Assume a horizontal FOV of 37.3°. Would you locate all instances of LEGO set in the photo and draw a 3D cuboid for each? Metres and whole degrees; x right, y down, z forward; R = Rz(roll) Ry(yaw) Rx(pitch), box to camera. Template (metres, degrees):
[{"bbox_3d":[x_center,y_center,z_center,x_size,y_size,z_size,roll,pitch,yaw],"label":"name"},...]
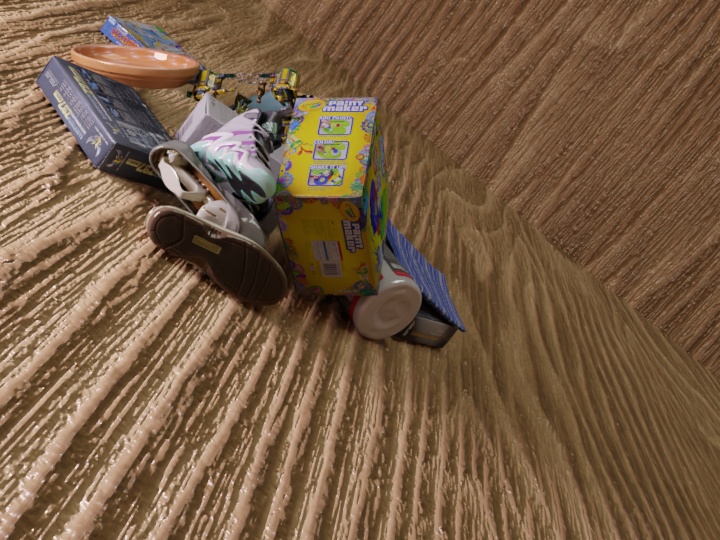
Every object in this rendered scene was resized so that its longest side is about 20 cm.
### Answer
[{"bbox_3d":[-0.174,-0.228,1.666,0.198,0.154,0.117,5,55,4],"label":"LEGO set"}]

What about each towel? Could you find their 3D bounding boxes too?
[{"bbox_3d":[0.099,0.002,1.735,0.200,0.024,0.145,43,18,-37],"label":"towel"}]

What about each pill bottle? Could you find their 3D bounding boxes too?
[{"bbox_3d":[0.000,0.000,1.609,0.110,0.111,0.200,24,22,-45],"label":"pill bottle"}]

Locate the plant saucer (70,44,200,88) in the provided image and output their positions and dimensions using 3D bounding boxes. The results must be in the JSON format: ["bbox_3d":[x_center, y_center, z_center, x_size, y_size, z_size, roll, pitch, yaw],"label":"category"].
[{"bbox_3d":[-0.351,-0.318,1.669,0.198,0.038,0.200,7,18,-2],"label":"plant saucer"}]

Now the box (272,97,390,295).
[{"bbox_3d":[-0.034,-0.102,1.488,0.201,0.121,0.194,79,14,-50],"label":"box"}]

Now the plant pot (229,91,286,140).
[{"bbox_3d":[-0.155,-0.226,1.829,0.199,0.135,0.200,36,16,-12],"label":"plant pot"}]

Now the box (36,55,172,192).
[{"bbox_3d":[-0.339,-0.200,1.479,0.200,0.051,0.157,50,18,29],"label":"box"}]

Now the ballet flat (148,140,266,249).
[{"bbox_3d":[-0.205,-0.088,1.391,0.200,0.067,0.064,48,27,12],"label":"ballet flat"}]

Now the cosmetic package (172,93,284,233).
[{"bbox_3d":[-0.183,-0.160,1.614,0.199,0.113,0.081,31,24,-24],"label":"cosmetic package"}]

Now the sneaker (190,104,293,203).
[{"bbox_3d":[-0.135,-0.169,1.417,0.200,0.140,0.078,30,-24,50],"label":"sneaker"}]

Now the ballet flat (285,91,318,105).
[{"bbox_3d":[-0.054,-0.240,1.747,0.201,0.063,0.068,53,17,25],"label":"ballet flat"}]

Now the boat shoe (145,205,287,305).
[{"bbox_3d":[-0.180,-0.026,1.349,0.199,0.072,0.076,35,0,-23],"label":"boat shoe"}]

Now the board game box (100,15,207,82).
[{"bbox_3d":[-0.381,-0.409,1.991,0.135,0.035,0.200,42,15,7],"label":"board game box"}]

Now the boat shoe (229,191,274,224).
[{"bbox_3d":[-0.169,-0.082,1.511,0.072,0.068,0.200,41,18,4],"label":"boat shoe"}]

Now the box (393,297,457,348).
[{"bbox_3d":[0.052,0.036,1.749,0.200,0.048,0.158,49,16,29],"label":"box"}]
